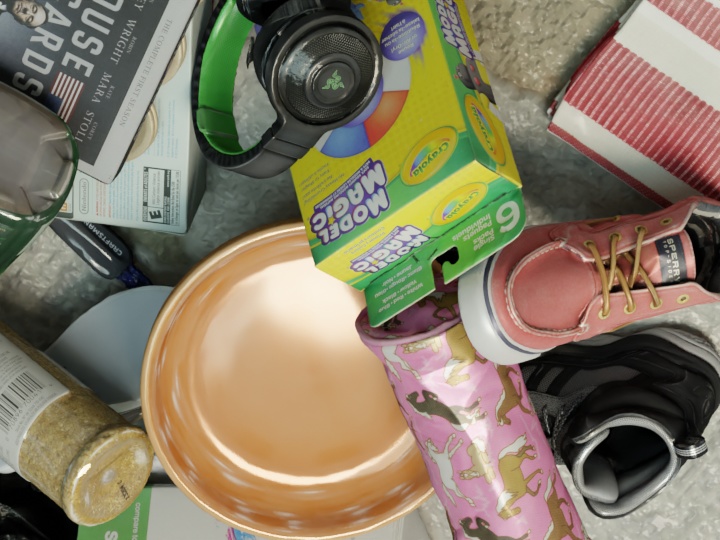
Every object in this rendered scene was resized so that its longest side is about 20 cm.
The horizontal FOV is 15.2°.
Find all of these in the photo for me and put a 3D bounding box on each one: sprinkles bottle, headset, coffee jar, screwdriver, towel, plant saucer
[{"bbox_3d":[-0.211,0.074,1.605,0.200,0.068,0.068,35,126,32],"label":"sprinkles bottle"},{"bbox_3d":[-0.040,-0.139,1.436,0.094,0.124,0.200,16,132,-34],"label":"headset"},{"bbox_3d":[-0.238,-0.026,1.513,0.104,0.086,0.200,28,143,-12],"label":"coffee jar"},{"bbox_3d":[-0.117,0.026,1.640,0.028,0.029,0.200,-38,105,26],"label":"screwdriver"},{"bbox_3d":[0.214,-0.116,1.501,0.144,0.023,0.200,33,121,-10],"label":"towel"},{"bbox_3d":[-0.027,0.060,1.540,0.199,0.037,0.201,-2,112,-5],"label":"plant saucer"}]

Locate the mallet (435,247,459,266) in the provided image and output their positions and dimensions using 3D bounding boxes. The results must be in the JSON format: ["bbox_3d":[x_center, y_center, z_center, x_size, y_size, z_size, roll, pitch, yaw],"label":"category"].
[{"bbox_3d":[0.000,0.000,1.603,0.199,0.066,0.041,-12,118,34],"label":"mallet"}]

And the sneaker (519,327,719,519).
[{"bbox_3d":[0.114,0.093,1.580,0.199,0.114,0.076,-10,116,16],"label":"sneaker"}]

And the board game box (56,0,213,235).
[{"bbox_3d":[-0.189,-0.109,1.561,0.199,0.064,0.148,8,118,5],"label":"board game box"}]

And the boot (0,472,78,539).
[{"bbox_3d":[-0.229,0.228,1.743,0.200,0.076,0.168,46,121,-7],"label":"boot"}]

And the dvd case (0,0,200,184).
[{"bbox_3d":[-0.196,-0.153,1.472,0.199,0.025,0.151,27,119,-3],"label":"dvd case"}]

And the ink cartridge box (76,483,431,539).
[{"bbox_3d":[-0.061,0.192,1.649,0.199,0.084,0.145,0,156,11],"label":"ink cartridge box"}]

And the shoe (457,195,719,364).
[{"bbox_3d":[0.135,-0.001,1.472,0.091,0.200,0.072,-15,91,33],"label":"shoe"}]

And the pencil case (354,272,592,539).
[{"bbox_3d":[0.066,0.096,1.497,0.086,0.083,0.201,-4,119,39],"label":"pencil case"}]

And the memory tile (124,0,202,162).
[{"bbox_3d":[-0.189,-0.154,1.493,0.199,0.017,0.154,22,119,0],"label":"memory tile"}]

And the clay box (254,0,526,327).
[{"bbox_3d":[0.015,-0.080,1.463,0.115,0.201,0.048,-34,141,25],"label":"clay box"}]

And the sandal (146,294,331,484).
[{"bbox_3d":[-0.059,0.068,1.623,0.079,0.059,0.207,22,126,-25],"label":"sandal"}]

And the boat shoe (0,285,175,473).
[{"bbox_3d":[-0.153,0.071,1.648,0.200,0.066,0.070,-35,66,29],"label":"boat shoe"}]
